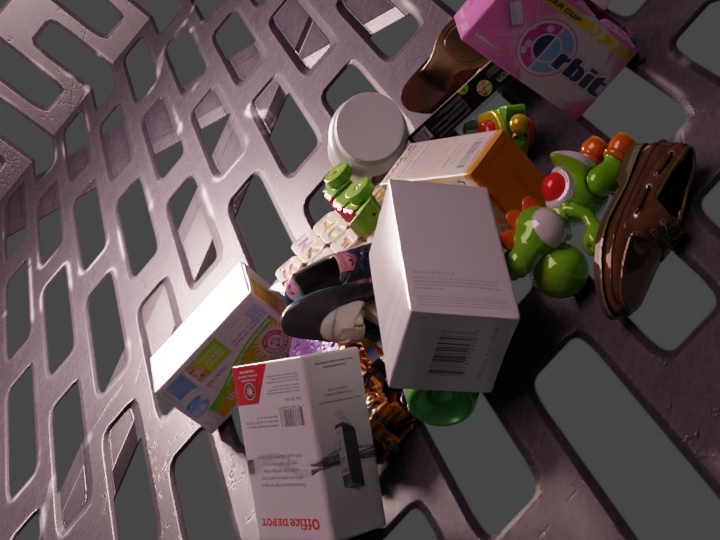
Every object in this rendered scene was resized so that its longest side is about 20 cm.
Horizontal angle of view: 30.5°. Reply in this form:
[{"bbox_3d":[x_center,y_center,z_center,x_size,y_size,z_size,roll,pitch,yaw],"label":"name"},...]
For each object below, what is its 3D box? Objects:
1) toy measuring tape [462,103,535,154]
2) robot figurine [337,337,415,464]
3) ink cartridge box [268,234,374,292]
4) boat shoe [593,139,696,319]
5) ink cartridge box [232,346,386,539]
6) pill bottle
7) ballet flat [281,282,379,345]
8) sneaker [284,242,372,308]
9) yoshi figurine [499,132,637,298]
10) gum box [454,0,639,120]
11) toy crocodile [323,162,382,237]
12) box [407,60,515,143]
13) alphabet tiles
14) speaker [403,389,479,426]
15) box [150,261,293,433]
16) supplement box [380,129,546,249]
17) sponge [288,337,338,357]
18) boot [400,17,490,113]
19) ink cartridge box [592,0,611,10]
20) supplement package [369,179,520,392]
[{"bbox_3d":[0.172,-0.165,1.672,0.074,0.073,0.200,-57,11,-9],"label":"toy measuring tape"},{"bbox_3d":[-0.003,0.154,1.549,0.145,0.058,0.200,-50,31,6],"label":"robot figurine"},{"bbox_3d":[-0.016,-0.008,1.749,0.162,0.050,0.199,-49,24,-19],"label":"ink cartridge box"},{"bbox_3d":[0.287,-0.046,1.324,0.068,0.072,0.202,-2,63,39],"label":"boat shoe"},{"bbox_3d":[-0.058,0.195,1.462,0.144,0.083,0.202,-13,85,52],"label":"ink cartridge box"},{"bbox_3d":[0.009,-0.177,1.793,0.110,0.109,0.200,-55,-1,-5],"label":"pill bottle"},{"bbox_3d":[0.006,0.050,1.565,0.073,0.198,0.074,40,137,54],"label":"ballet flat"},{"bbox_3d":[0.000,0.000,1.604,0.199,0.082,0.070,-27,67,-10],"label":"sneaker"},{"bbox_3d":[0.234,-0.048,1.418,0.112,0.113,0.200,33,71,28],"label":"yoshi figurine"},{"bbox_3d":[0.225,-0.278,1.567,0.114,0.199,0.066,-48,27,25],"label":"gum box"},{"bbox_3d":[-0.009,-0.087,1.698,0.062,0.068,0.200,-41,26,-3],"label":"toy crocodile"},{"bbox_3d":[0.155,-0.235,1.742,0.200,0.035,0.110,-41,-1,22],"label":"box"},{"bbox_3d":[-0.025,-0.043,1.744,0.200,0.015,0.196,-40,26,-1],"label":"alphabet tiles"},{"bbox_3d":[0.091,0.075,1.476,0.088,0.088,0.201,-35,32,30],"label":"speaker"},{"bbox_3d":[-0.186,0.107,1.842,0.200,0.112,0.102,-47,26,11],"label":"box"},{"bbox_3d":[0.129,-0.089,1.547,0.074,0.126,0.200,-53,22,-18],"label":"supplement box"},{"bbox_3d":[-0.045,0.080,1.743,0.111,0.030,0.201,-32,33,32],"label":"sponge"},{"bbox_3d":[0.147,-0.288,1.787,0.200,0.077,0.155,-49,-8,22],"label":"boot"},{"bbox_3d":[0.287,-0.412,1.743,0.201,0.083,0.147,-56,27,-8],"label":"ink cartridge box"},{"bbox_3d":[0.083,0.014,1.389,0.201,0.116,0.118,-98,16,-45],"label":"supplement package"}]
